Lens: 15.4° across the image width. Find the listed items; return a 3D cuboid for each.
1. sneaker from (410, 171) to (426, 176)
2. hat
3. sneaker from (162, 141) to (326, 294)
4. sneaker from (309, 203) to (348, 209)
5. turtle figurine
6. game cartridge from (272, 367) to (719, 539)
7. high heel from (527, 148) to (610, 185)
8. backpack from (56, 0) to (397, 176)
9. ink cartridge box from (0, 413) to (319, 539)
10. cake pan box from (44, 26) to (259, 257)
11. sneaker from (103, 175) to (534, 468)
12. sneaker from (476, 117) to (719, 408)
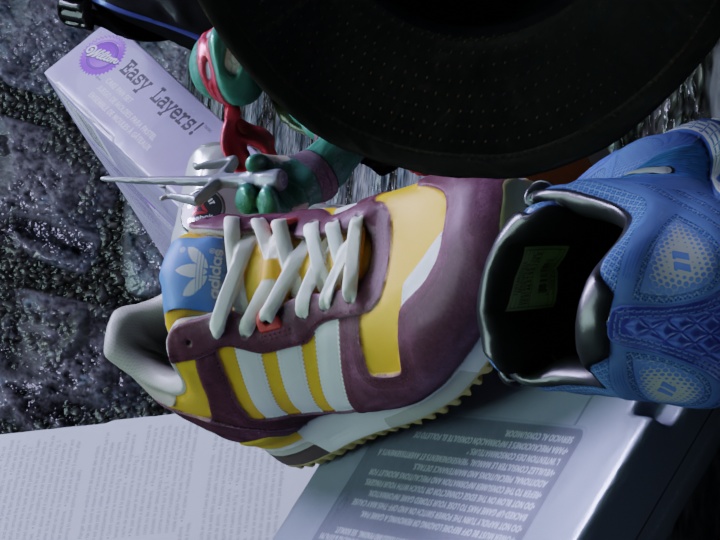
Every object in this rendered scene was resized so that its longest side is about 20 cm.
[{"bbox_3d":[0.037,-0.096,1.118,0.200,0.085,0.077,-103,18,-63],"label":"sneaker"},{"bbox_3d":[0.039,-0.131,0.829,0.081,0.200,0.202,-30,-55,-81],"label":"hat"},{"bbox_3d":[-0.028,0.001,1.177,0.200,0.074,0.089,49,-142,-65],"label":"sneaker"},{"bbox_3d":[0.000,0.000,1.075,0.200,0.081,0.076,19,-104,-84],"label":"sneaker"},{"bbox_3d":[-0.002,-0.093,1.003,0.101,0.199,0.150,17,-116,-70],"label":"turtle figurine"},{"bbox_3d":[0.031,0.092,0.876,0.134,0.040,0.200,-54,20,-16],"label":"game cartridge"},{"bbox_3d":[0.055,0.008,1.001,0.096,0.067,0.201,-125,24,-54],"label":"high heel"},{"bbox_3d":[-0.036,-0.158,1.334,0.191,0.199,0.155,-80,15,-84],"label":"backpack"},{"bbox_3d":[-0.069,0.108,1.052,0.109,0.199,0.051,-84,-15,-53],"label":"ink cartridge box"},{"bbox_3d":[-0.063,-0.015,1.343,0.200,0.052,0.184,42,166,41],"label":"cake pan box"},{"bbox_3d":[-0.018,0.012,0.902,0.200,0.090,0.075,-39,35,53],"label":"sneaker"},{"bbox_3d":[0.077,-0.005,0.780,0.200,0.089,0.079,-126,41,-81],"label":"sneaker"}]
